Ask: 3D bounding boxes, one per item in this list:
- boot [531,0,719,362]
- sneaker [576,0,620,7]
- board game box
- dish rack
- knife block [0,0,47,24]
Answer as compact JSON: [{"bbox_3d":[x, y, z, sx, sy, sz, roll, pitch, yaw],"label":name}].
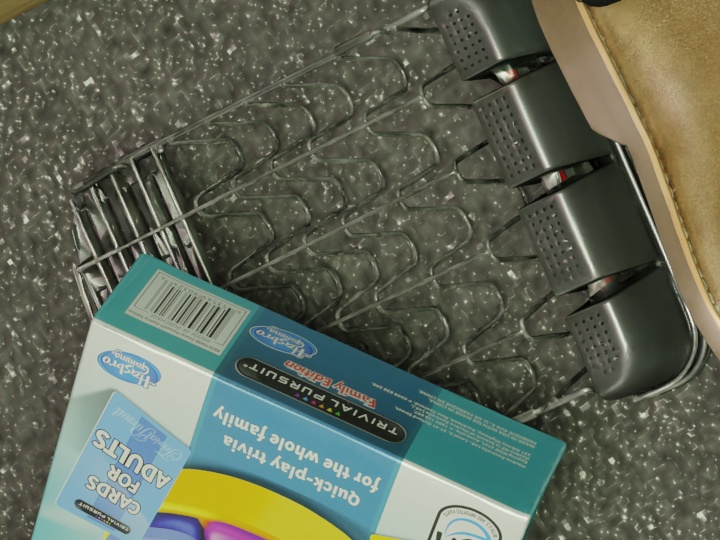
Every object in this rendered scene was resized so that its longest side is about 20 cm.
[{"bbox_3d":[0.130,-0.020,0.855,0.075,0.074,0.201,-30,83,17],"label":"boot"},{"bbox_3d":[0.147,-0.133,0.808,0.200,0.076,0.088,-43,98,15],"label":"sneaker"},{"bbox_3d":[-0.036,0.113,0.929,0.150,0.047,0.201,24,124,7],"label":"board game box"},{"bbox_3d":[0.000,0.000,0.936,0.199,0.054,0.154,-25,87,30],"label":"dish rack"},{"bbox_3d":[-0.146,-0.117,0.991,0.199,0.175,0.064,-22,90,-17],"label":"knife block"}]
